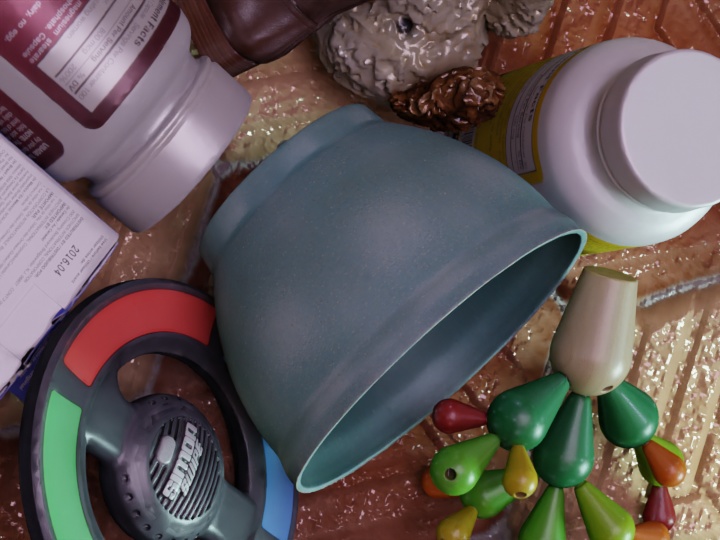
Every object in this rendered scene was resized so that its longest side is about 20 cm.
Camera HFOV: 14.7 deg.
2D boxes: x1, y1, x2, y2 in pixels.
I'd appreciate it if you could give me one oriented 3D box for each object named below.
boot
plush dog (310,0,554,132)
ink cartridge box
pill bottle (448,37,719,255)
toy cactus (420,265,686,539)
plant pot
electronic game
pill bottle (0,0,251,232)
[{"bbox_3d":[-0.028,-0.216,1.457,0.187,0.199,0.064,62,31,-7],"label":"boot"},{"bbox_3d":[0.043,-0.168,1.529,0.172,0.161,0.200,-44,68,-4],"label":"plush dog"},{"bbox_3d":[-0.220,-0.005,1.432,0.200,0.076,0.137,41,74,-13],"label":"ink cartridge box"},{"bbox_3d":[0.131,-0.065,1.507,0.111,0.200,0.112,1,86,-21],"label":"pill bottle"},{"bbox_3d":[0.115,0.079,1.539,0.199,0.102,0.166,7,102,-34],"label":"toy cactus"},{"bbox_3d":[0.000,0.000,1.458,0.200,0.200,0.134,-38,77,-19],"label":"plant pot"},{"bbox_3d":[-0.101,0.104,1.452,0.199,0.041,0.201,12,74,-48],"label":"electronic game"},{"bbox_3d":[-0.160,-0.120,1.444,0.200,0.114,0.114,41,73,-14],"label":"pill bottle"}]
